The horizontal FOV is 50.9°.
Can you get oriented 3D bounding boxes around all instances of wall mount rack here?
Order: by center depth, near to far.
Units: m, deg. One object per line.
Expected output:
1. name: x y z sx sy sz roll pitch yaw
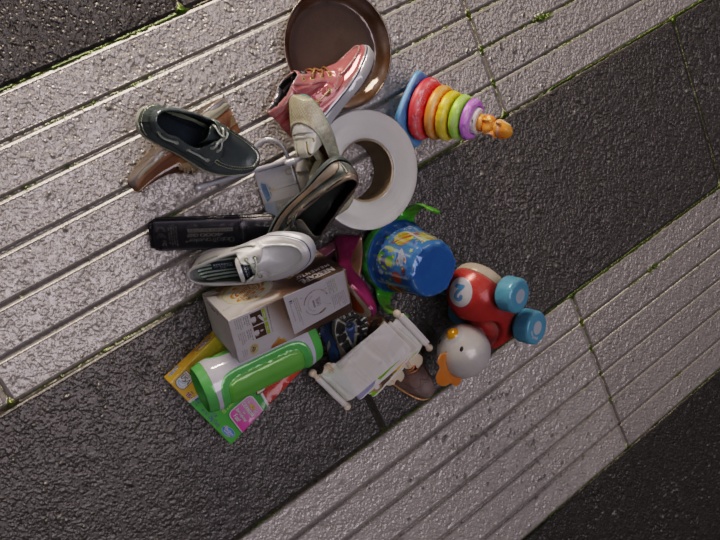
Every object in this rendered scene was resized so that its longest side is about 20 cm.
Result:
1. wall mount rack: -0.159 -0.105 1.221 0.173 0.075 0.201 -14 103 9

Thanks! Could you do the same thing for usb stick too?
1. usb stick: -0.225 -0.059 1.174 0.198 0.033 0.056 -2 114 -5

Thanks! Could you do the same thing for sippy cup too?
1. sippy cup: 0.090 -0.016 1.310 0.139 0.130 0.179 -26 115 -26

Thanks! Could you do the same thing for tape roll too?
1. tape roll: -0.005 -0.170 1.289 0.201 0.071 0.204 -3 97 -27

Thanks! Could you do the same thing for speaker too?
1. speaker: -0.161 0.145 1.189 0.199 0.088 0.089 -24 106 -23

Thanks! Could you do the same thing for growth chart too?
1. growth chart: 0.024 0.157 1.283 0.200 0.018 0.145 -36 130 -5

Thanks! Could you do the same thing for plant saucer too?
1. plant saucer: -0.040 -0.370 1.272 0.199 0.032 0.202 -3 97 -26

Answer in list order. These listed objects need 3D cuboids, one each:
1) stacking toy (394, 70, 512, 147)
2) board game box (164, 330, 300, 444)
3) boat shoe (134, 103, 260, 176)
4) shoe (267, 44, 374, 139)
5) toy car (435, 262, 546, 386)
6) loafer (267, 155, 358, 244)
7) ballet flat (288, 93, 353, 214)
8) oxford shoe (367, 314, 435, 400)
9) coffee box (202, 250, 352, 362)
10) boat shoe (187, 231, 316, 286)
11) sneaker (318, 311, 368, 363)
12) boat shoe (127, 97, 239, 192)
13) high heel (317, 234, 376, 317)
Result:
1. stacking toy: 0.169 -0.260 1.289 0.110 0.199 0.116 -65 150 -8
2. board game box: -0.196 0.158 1.243 0.200 0.040 0.153 -46 113 -16
3. boat shoe: -0.226 -0.188 1.104 0.199 0.062 0.073 19 83 -36
4. shoe: -0.063 -0.301 1.210 0.091 0.071 0.201 39 82 -31
5. toy car: 0.186 0.109 1.324 0.200 0.184 0.177 -53 131 -22
6. loafer: -0.075 -0.080 1.139 0.072 0.063 0.200 27 106 -37
7. ballet flat: -0.065 -0.173 1.167 0.062 0.067 0.201 -50 124 -43
8. oxford shoe: 0.079 0.167 1.365 0.071 0.073 0.200 -47 114 -15
9. coffee box: -0.127 0.049 1.172 0.199 0.114 0.080 -23 121 -22
10. boat shoe: -0.163 -0.005 1.128 0.067 0.199 0.074 -59 132 -61
11. sneaker: -0.024 0.129 1.309 0.078 0.089 0.201 -15 122 -20
12. boat shoe: -0.264 -0.180 1.156 0.200 0.076 0.072 -43 114 -15
13. high heel: 0.000 0.000 1.243 0.096 0.200 0.068 -24 134 -16
